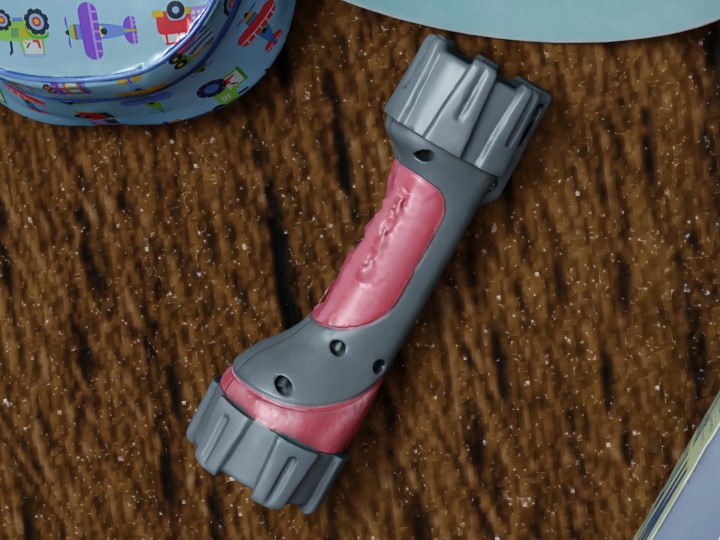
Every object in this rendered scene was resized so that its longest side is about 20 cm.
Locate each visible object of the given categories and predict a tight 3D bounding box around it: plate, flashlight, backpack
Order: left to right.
[{"bbox_3d":[-0.115,-0.158,0.827,0.181,0.134,0.202,1,97,13],"label":"backpack"},{"bbox_3d":[0.000,0.000,0.846,0.068,0.068,0.201,30,100,12],"label":"flashlight"},{"bbox_3d":[0.051,-0.129,0.764,0.198,0.200,0.026,6,78,12],"label":"plate"}]

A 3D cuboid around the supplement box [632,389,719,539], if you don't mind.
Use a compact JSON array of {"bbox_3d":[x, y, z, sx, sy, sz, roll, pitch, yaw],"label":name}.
[{"bbox_3d":[0.209,0.121,0.773,0.199,0.134,0.201,30,99,8],"label":"supplement box"}]
